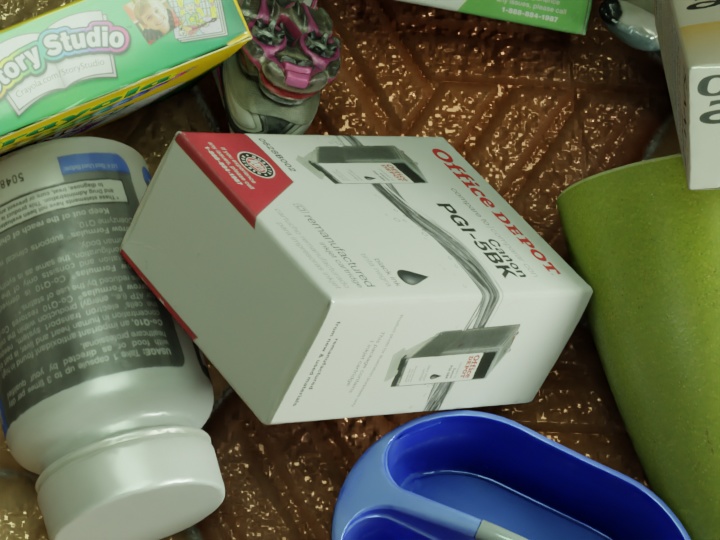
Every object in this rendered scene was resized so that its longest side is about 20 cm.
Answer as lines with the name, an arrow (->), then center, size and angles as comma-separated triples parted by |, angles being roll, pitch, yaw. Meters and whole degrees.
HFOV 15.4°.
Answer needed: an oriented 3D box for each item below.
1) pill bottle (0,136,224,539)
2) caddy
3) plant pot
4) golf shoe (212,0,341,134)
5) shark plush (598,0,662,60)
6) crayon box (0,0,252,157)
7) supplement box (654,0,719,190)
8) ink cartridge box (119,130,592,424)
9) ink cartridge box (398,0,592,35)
pill bottle -> -0.143, 0.041, 1.413 | 0.114, 0.114, 0.200 | -13, 69, -11
caddy -> 0.079, 0.160, 1.389 | 0.200, 0.105, 0.142 | 25, 66, 5
plant pot -> 0.207, 0.050, 1.423 | 0.187, 0.187, 0.200 | -4, 80, -7
golf shoe -> -0.060, -0.147, 1.521 | 0.072, 0.092, 0.200 | 15, 42, -16
shark plush -> 0.215, -0.122, 1.534 | 0.200, 0.083, 0.091 | 40, 79, -6
crayon box -> -0.173, -0.099, 1.434 | 0.200, 0.173, 0.058 | -23, 92, -14
supplement box -> 0.220, -0.123, 1.372 | 0.126, 0.074, 0.200 | -4, 32, 2
ink cartridge box -> 0.000, 0.000, 1.391 | 0.200, 0.083, 0.147 | -2, 40, -45
ink cartridge box -> 0.076, -0.249, 1.518 | 0.146, 0.084, 0.200 | 11, 105, -1
